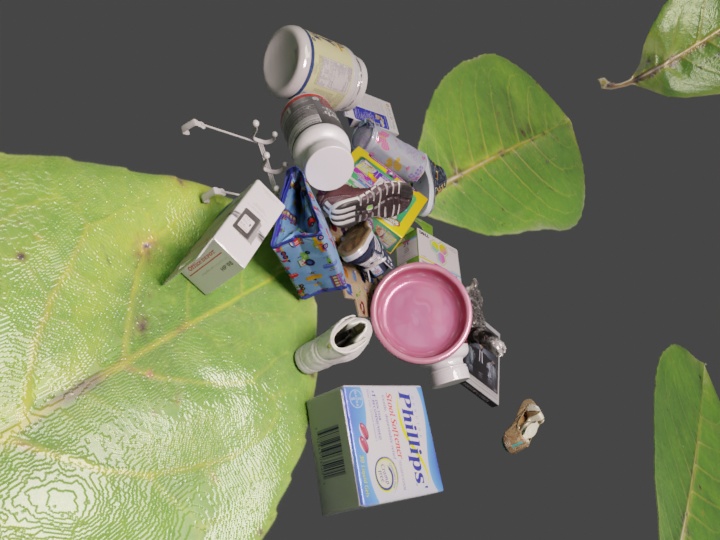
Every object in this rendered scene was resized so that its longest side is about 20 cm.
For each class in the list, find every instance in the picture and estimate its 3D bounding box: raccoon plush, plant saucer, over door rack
[{"bbox_3d":[0.272,0.109,1.304,0.133,0.098,0.199,-36,55,-26],"label":"raccoon plush"},{"bbox_3d":[0.118,0.086,1.145,0.197,0.051,0.204,0,71,0],"label":"plant saucer"},{"bbox_3d":[-0.206,-0.196,1.053,0.199,0.066,0.150,-4,70,-48],"label":"over door rack"}]

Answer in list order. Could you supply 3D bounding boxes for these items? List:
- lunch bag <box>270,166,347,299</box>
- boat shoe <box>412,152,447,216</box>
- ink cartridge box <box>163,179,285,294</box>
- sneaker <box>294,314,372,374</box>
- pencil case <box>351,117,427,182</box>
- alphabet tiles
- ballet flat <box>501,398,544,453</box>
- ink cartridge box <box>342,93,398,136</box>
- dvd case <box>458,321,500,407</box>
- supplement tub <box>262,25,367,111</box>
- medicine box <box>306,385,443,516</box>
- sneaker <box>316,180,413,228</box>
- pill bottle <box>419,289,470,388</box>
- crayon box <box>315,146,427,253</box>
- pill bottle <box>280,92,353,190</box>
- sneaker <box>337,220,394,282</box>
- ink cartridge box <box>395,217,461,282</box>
[{"bbox_3d":[-0.092,-0.079,1.048,0.151,0.093,0.202,67,13,-48],"label":"lunch bag"},{"bbox_3d":[0.180,-0.208,1.473,0.090,0.071,0.203,24,49,-31],"label":"boat shoe"},{"bbox_3d":[-0.211,-0.041,0.917,0.067,0.115,0.201,44,42,-19],"label":"ink cartridge box"},{"bbox_3d":[-0.013,0.118,1.035,0.199,0.115,0.074,-24,84,-53],"label":"sneaker"},{"bbox_3d":[0.070,-0.284,1.393,0.199,0.083,0.092,23,43,-37],"label":"pencil case"},{"bbox_3d":[0.000,0.000,1.178,0.166,0.007,0.203,14,58,-57],"label":"alphabet tiles"},{"bbox_3d":[0.396,0.361,1.368,0.071,0.065,0.200,58,39,-3],"label":"ballet flat"},{"bbox_3d":[0.011,-0.388,1.430,0.199,0.037,0.096,6,64,-48],"label":"ink cartridge box"},{"bbox_3d":[0.275,0.197,1.370,0.150,0.025,0.202,37,45,-27],"label":"dvd case"},{"bbox_3d":[-0.094,-0.424,1.251,0.198,0.144,0.147,1,66,-47],"label":"supplement tub"},{"bbox_3d":[0.024,0.294,0.978,0.198,0.102,0.185,10,60,-43],"label":"medicine box"},{"bbox_3d":[0.002,-0.151,1.140,0.198,0.077,0.115,-16,39,-34],"label":"sneaker"},{"bbox_3d":[0.161,0.136,1.213,0.111,0.111,0.203,4,64,-45],"label":"pill bottle"},{"bbox_3d":[0.028,-0.155,1.250,0.199,0.058,0.173,37,43,0],"label":"crayon box"},{"bbox_3d":[-0.084,-0.250,1.132,0.115,0.116,0.201,23,30,-37],"label":"pill bottle"},{"bbox_3d":[0.014,-0.024,1.106,0.109,0.069,0.200,61,10,-13],"label":"sneaker"},{"bbox_3d":[0.152,-0.058,1.350,0.147,0.075,0.203,24,53,-37],"label":"ink cartridge box"}]
